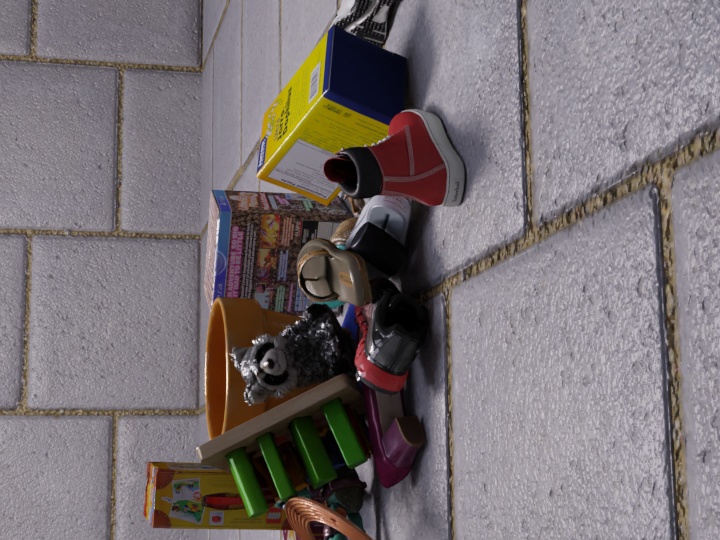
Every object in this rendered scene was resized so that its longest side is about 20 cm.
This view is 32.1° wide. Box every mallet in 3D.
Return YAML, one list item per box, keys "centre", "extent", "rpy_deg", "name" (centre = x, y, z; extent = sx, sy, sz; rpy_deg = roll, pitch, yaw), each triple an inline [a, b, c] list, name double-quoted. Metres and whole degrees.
- centre: [0.000, 0.000, 1.532]
  extent: [0.041, 0.065, 0.200]
  rpy_deg: [-61, 5, -25]
  name: "mallet"

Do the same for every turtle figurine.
- centre: [-0.039, 0.298, 1.631]
  extent: [0.101, 0.148, 0.202]
  rpy_deg: [-46, 48, 34]
  name: "turtle figurine"

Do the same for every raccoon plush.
- centre: [-0.072, 0.124, 1.534]
  extent: [0.200, 0.133, 0.098]
  rpy_deg: [57, -170, -62]
  name: "raccoon plush"

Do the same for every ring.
- centre: [-0.006, 0.329, 1.443]
  extent: [0.019, 0.200, 0.201]
  rpy_deg: [-45, -6, -26]
  name: "ring"

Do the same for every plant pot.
- centre: [-0.106, 0.139, 1.679]
  extent: [0.200, 0.181, 0.203]
  rpy_deg: [-179, 90, -75]
  name: "plant pot"

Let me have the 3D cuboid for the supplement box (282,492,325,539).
- centre: [-0.060, 0.363, 1.770]
  extent: [0.111, 0.084, 0.202]
  rpy_deg: [106, 160, -45]
  name: "supplement box"

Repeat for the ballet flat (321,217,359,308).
- centre: [-0.022, -0.012, 1.745]
  extent: [0.066, 0.070, 0.200]
  rpy_deg: [-66, 5, -29]
  name: "ballet flat"

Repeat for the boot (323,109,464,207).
- centre: [0.022, -0.132, 1.388]
  extent: [0.200, 0.142, 0.073]
  rpy_deg: [-114, 29, -62]
  name: "boot"

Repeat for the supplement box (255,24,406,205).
- centre: [-0.039, -0.191, 1.575]
  extent: [0.200, 0.108, 0.111]
  rpy_deg: [-43, 35, 47]
  name: "supplement box"

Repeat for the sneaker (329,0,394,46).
- centre: [0.014, -0.358, 1.633]
  extent: [0.200, 0.073, 0.081]
  rpy_deg: [129, 155, -60]
  name: "sneaker"

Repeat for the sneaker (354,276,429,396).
- centre: [0.038, 0.055, 1.458]
  extent: [0.099, 0.070, 0.201]
  rpy_deg: [-60, 14, 26]
  name: "sneaker"

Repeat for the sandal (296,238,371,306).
- centre: [-0.044, 0.009, 1.490]
  extent: [0.200, 0.053, 0.081]
  rpy_deg: [15, 122, 68]
  name: "sandal"

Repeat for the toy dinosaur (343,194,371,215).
- centre: [0.003, -0.137, 1.634]
  extent: [0.201, 0.060, 0.107]
  rpy_deg: [106, 161, -44]
  name: "toy dinosaur"

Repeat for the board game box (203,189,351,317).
- centre: [-0.125, -0.025, 1.846]
  extent: [0.097, 0.197, 0.162]
  rpy_deg: [-121, 36, -65]
  name: "board game box"

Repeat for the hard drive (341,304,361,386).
- centre: [-0.010, 0.131, 1.720]
  extent: [0.201, 0.025, 0.133]
  rpy_deg: [110, 157, -50]
  name: "hard drive"

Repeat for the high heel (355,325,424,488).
- centre: [0.020, 0.157, 1.503]
  extent: [0.097, 0.067, 0.202]
  rpy_deg: [119, 148, -41]
  name: "high heel"

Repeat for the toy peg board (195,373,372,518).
- centre: [-0.067, 0.229, 1.523]
  extent: [0.099, 0.198, 0.199]
  rpy_deg: [65, -175, 19]
  name: "toy peg board"

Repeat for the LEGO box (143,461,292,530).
- centre: [-0.195, 0.312, 1.738]
  extent: [0.149, 0.197, 0.078]
  rpy_deg: [166, 107, -75]
  name: "LEGO box"

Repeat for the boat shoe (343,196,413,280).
- centre: [0.032, -0.052, 1.525]
  extent: [0.067, 0.073, 0.200]
  rpy_deg: [-65, 3, -29]
  name: "boat shoe"
